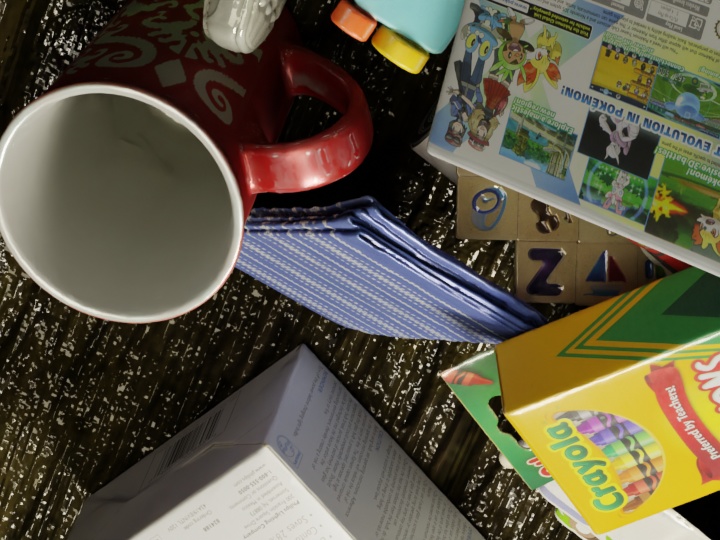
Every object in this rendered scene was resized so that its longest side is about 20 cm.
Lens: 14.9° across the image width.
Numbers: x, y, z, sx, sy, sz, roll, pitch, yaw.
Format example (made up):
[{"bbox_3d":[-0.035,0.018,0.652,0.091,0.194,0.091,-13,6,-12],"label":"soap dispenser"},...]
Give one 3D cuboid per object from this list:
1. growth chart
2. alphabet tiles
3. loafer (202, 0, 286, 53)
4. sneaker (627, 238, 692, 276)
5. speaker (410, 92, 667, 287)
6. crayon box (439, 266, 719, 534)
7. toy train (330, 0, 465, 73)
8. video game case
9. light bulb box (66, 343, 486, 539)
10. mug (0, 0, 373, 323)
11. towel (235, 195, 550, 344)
[{"bbox_3d":[0.167,0.153,1.589,0.200,0.018,0.145,39,157,-10],"label":"growth chart"},{"bbox_3d":[0.133,-0.082,1.455,0.165,0.006,0.201,1,94,-7],"label":"alphabet tiles"},{"bbox_3d":[-0.062,-0.209,1.414,0.069,0.070,0.201,6,74,10],"label":"loafer"},{"bbox_3d":[0.166,-0.034,1.416,0.199,0.085,0.077,24,91,-9],"label":"sneaker"},{"bbox_3d":[0.127,-0.037,1.500,0.200,0.081,0.081,38,119,-8],"label":"speaker"},{"bbox_3d":[0.158,0.067,1.443,0.199,0.051,0.127,-23,136,17],"label":"crayon box"},{"bbox_3d":[0.075,-0.177,1.398,0.199,0.056,0.151,-7,108,-3],"label":"toy train"},{"bbox_3d":[0.137,-0.109,1.323,0.199,0.022,0.183,24,109,29],"label":"video game case"},{"bbox_3d":[-0.048,0.190,1.637,0.198,0.125,0.200,-35,106,26],"label":"light bulb box"},{"bbox_3d":[-0.084,-0.070,1.464,0.177,0.200,0.134,19,120,2],"label":"mug"},{"bbox_3d":[0.000,0.000,1.495,0.144,0.024,0.200,31,165,-29],"label":"towel"}]
